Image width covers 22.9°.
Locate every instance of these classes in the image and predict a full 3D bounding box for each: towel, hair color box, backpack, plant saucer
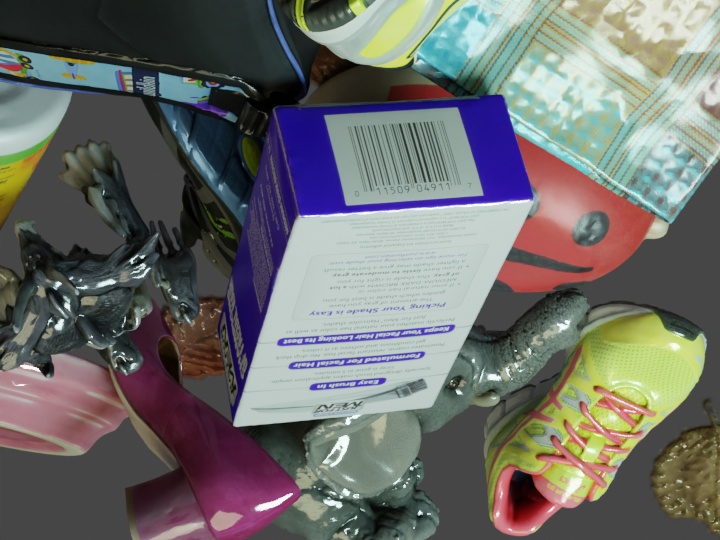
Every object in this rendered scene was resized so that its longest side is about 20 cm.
[{"bbox_3d":[0.104,-0.124,0.794,0.200,0.022,0.147,30,107,-18],"label":"towel"},{"bbox_3d":[0.000,0.000,0.843,0.109,0.065,0.200,-4,148,-16],"label":"hair color box"},{"bbox_3d":[-0.120,-0.158,0.775,0.200,0.135,0.183,5,151,15],"label":"backpack"},{"bbox_3d":[-0.239,0.075,1.104,0.200,0.051,0.201,10,167,2],"label":"plant saucer"}]

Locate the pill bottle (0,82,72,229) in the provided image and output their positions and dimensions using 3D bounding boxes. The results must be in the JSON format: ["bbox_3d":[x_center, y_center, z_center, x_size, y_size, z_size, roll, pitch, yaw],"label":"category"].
[{"bbox_3d":[-0.238,-0.060,0.960,0.111,0.111,0.200,26,140,-13],"label":"pill bottle"}]

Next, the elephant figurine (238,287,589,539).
[{"bbox_3d":[0.012,0.069,1.042,0.141,0.155,0.200,42,134,21],"label":"elephant figurine"}]

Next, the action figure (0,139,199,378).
[{"bbox_3d":[-0.153,0.002,0.946,0.102,0.119,0.200,51,-177,10],"label":"action figure"}]

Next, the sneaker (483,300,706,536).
[{"bbox_3d":[0.136,0.095,1.041,0.078,0.090,0.200,26,138,-10],"label":"sneaker"}]

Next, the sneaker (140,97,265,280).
[{"bbox_3d":[-0.074,-0.044,0.955,0.083,0.071,0.200,-1,134,34],"label":"sneaker"}]

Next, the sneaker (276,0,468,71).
[{"bbox_3d":[0.048,-0.168,0.728,0.200,0.075,0.076,-44,148,5],"label":"sneaker"}]

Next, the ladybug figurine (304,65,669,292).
[{"bbox_3d":[0.061,-0.041,0.918,0.200,0.072,0.136,11,140,4],"label":"ladybug figurine"}]

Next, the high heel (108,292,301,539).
[{"bbox_3d":[-0.091,0.078,1.034,0.096,0.200,0.067,-19,138,5],"label":"high heel"}]
